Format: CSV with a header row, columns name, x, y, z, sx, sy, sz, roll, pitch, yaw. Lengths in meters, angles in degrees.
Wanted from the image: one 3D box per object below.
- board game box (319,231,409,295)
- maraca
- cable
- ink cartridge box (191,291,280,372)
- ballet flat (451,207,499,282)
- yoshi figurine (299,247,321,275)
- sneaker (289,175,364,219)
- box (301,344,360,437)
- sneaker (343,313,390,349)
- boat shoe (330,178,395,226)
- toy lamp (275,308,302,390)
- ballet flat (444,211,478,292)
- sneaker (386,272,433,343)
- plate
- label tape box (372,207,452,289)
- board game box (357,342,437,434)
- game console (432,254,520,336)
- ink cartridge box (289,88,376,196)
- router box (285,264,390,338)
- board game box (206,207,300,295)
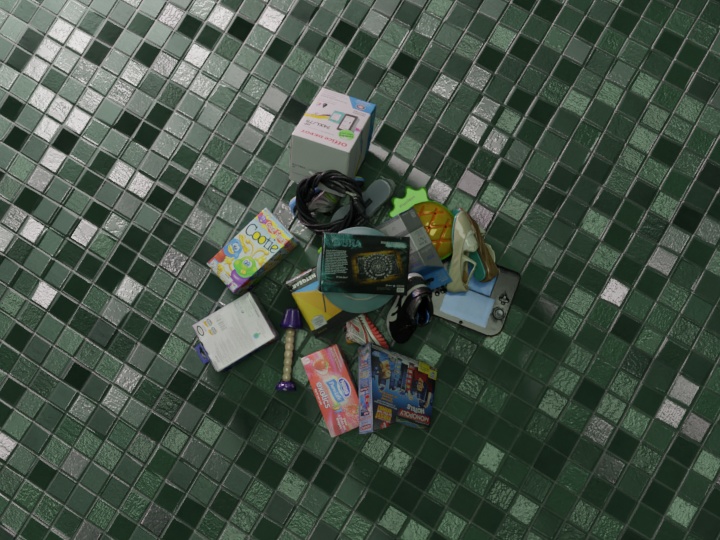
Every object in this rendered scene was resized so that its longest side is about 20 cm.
name,x,y,z,sx,sy,sz,roll,pitch,yaw
board game box,0.010,-0.015,1.506,0.200,0.028,0.136,3,93,-9
maraca,0.156,-0.114,1.639,0.137,0.107,0.200,-38,82,0
cable,-0.083,-0.157,1.597,0.200,0.051,0.163,-12,124,36
ink cartridge box,-0.320,0.160,1.657,0.200,0.076,0.137,-31,81,-1
ballet flat,0.287,-0.065,1.640,0.072,0.068,0.200,-8,66,-35
yoshi figurine,-0.062,-0.032,1.649,0.200,0.112,0.112,-37,73,-6
sneaker,-0.080,-0.184,1.695,0.199,0.071,0.083,-26,101,-1
box,-0.059,0.287,1.609,0.095,0.103,0.200,-23,80,0
sneaker,-0.015,0.135,1.637,0.082,0.078,0.200,-38,81,0
boat shoe,0.011,-0.163,1.677,0.202,0.086,0.075,-43,86,28
toy lamp,-0.175,0.194,1.653,0.058,0.058,0.200,3,85,5
ballet flat,0.248,-0.039,1.592,0.069,0.069,0.200,7,110,5
sneaker,0.117,0.116,1.567,0.073,0.112,0.200,-1,125,-17
plate,0.000,0.000,1.533,0.200,0.026,0.201,-1,95,-9
label tape box,0.108,-0.030,1.598,0.063,0.144,0.200,-30,93,-44
board game box,0.073,0.297,1.564,0.200,0.062,0.200,24,62,-23
game console,0.275,0.054,1.648,0.200,0.031,0.177,21,85,6
ink cartridge box,-0.067,-0.310,1.621,0.146,0.146,0.200,19,51,6
router box,-0.053,0.046,1.569,0.200,0.051,0.149,-29,97,-4
board game box,-0.263,-0.043,1.664,0.200,0.105,0.103,-44,82,-1
